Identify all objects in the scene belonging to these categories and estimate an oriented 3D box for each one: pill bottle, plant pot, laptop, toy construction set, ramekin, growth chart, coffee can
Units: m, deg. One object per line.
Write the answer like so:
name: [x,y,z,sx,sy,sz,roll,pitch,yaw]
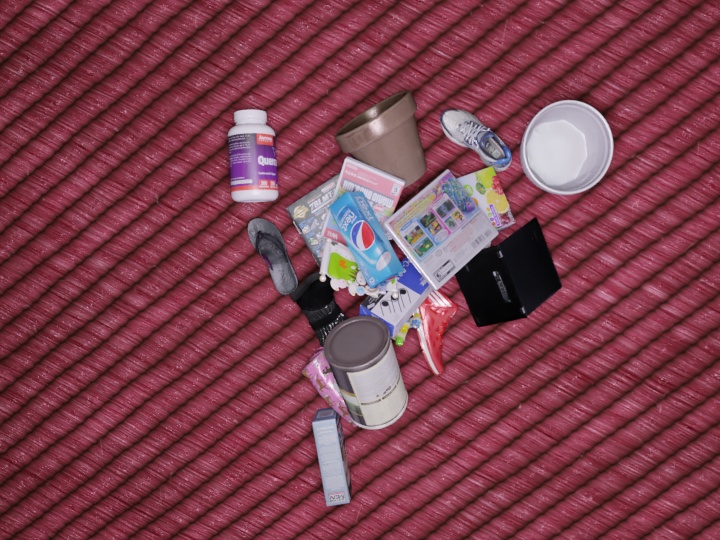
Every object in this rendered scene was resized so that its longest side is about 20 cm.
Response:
pill bottle: [-0.251,-0.264,1.338,0.110,0.112,0.205,-2,94,4]
plant pot: [0.065,-0.277,1.291,0.198,0.201,0.176,-29,108,5]
laptop: [0.343,0.008,1.349,0.197,0.116,0.190,-17,108,32]
toy construction set: [0.048,0.156,1.347,0.129,0.093,0.202,22,125,-9]
ramekin: [0.455,-0.270,1.296,0.195,0.105,0.205,0,94,4]
growth chart: [0.000,0.000,1.258,0.196,0.147,0.018,16,135,-21]
coffee can: [0.015,0.222,1.243,0.143,0.148,0.203,-15,126,4]

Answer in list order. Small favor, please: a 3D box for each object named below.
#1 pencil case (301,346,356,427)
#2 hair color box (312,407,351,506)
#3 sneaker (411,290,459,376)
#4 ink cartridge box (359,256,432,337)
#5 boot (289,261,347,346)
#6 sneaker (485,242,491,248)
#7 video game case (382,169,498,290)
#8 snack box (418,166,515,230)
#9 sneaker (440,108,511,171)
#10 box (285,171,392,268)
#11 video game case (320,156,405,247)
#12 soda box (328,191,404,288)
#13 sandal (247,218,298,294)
pencil case: [-0.051,0.278,1.378,0.200,0.087,0.083,46,115,-1]
hair color box: [-0.067,0.444,1.381,0.059,0.099,0.205,-9,93,4]
sneaker: [0.190,0.140,1.356,0.113,0.078,0.204,-19,94,6]
ink cartridge box: [0.091,0.054,1.298,0.093,0.200,0.045,29,140,21]
boot: [-0.067,0.078,1.329,0.079,0.211,0.159,-32,87,-37]
sneaker: [0.210,-0.076,1.342,0.196,0.072,0.074,12,93,1]
video game case: [0.175,-0.090,1.241,0.199,0.024,0.183,-39,89,-15]
snack box: [0.238,-0.137,1.303,0.197,0.053,0.145,-20,83,-17]
sneaker: [0.271,-0.309,1.315,0.198,0.085,0.078,35,95,1]
box: [-0.047,-0.114,1.367,0.198,0.050,0.201,-32,91,6]
video game case: [0.002,-0.137,1.288,0.140,0.018,0.203,22,122,1]
soda box: [0.013,-0.067,1.225,0.064,0.067,0.203,-34,77,28]
sandal: [-0.209,-0.039,1.380,0.074,0.048,0.203,-29,87,3]
